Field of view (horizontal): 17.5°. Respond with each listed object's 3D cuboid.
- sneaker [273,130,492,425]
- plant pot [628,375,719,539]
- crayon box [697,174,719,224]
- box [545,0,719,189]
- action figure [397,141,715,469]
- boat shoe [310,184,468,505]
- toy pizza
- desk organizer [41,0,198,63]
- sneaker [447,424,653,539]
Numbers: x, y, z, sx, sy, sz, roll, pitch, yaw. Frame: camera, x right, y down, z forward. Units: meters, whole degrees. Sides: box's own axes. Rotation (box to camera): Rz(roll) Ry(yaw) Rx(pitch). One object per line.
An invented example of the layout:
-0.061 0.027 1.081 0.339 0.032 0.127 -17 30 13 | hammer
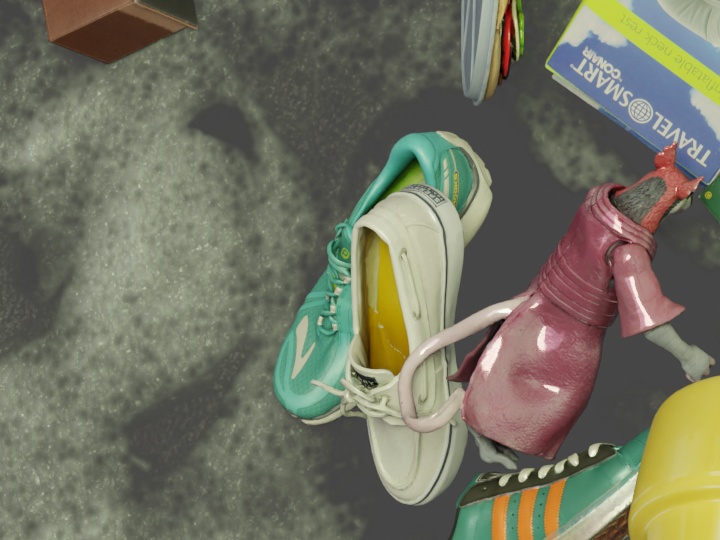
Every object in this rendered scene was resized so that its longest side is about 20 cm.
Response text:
0.000 0.000 1.424 0.077 0.079 0.201 34 99 30 | sneaker
0.219 0.180 1.165 0.199 0.201 0.190 4 59 30 | plant pot
0.314 -0.042 1.265 0.200 0.058 0.173 -45 63 15 | crayon box
0.191 -0.144 1.299 0.122 0.048 0.201 37 124 9 | box
0.120 0.005 1.310 0.201 0.148 0.134 -61 26 26 | action figure
0.014 0.056 1.357 0.074 0.086 0.203 25 124 36 | boat shoe
0.082 -0.196 1.365 0.031 0.200 0.202 3 81 -2 | toy pizza
-0.177 -0.249 1.577 0.077 0.072 0.202 -21 71 27 | desk organizer
0.102 0.138 1.344 0.200 0.071 0.080 -40 70 19 | sneaker
